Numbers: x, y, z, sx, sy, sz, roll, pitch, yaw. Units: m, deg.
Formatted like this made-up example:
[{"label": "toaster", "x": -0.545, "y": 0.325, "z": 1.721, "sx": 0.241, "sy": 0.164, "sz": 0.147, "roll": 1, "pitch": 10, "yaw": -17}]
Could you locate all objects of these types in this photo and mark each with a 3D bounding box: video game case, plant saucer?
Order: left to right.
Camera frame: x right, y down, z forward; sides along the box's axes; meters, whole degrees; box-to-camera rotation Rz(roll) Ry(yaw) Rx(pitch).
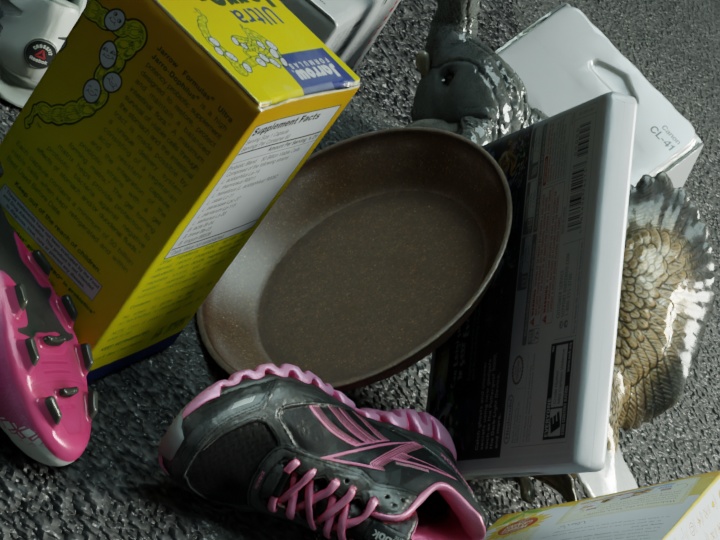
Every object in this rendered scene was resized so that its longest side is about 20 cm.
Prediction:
[{"label": "plant saucer", "x": 0.000, "y": 0.000, "z": 1.016, "sx": 0.037, "sy": 0.199, "sz": 0.201, "roll": 59, "pitch": 9, "yaw": -41}, {"label": "video game case", "x": 0.092, "y": 0.016, "z": 0.984, "sx": 0.023, "sy": 0.182, "sz": 0.202, "roll": 12, "pitch": 77, "yaw": -23}]

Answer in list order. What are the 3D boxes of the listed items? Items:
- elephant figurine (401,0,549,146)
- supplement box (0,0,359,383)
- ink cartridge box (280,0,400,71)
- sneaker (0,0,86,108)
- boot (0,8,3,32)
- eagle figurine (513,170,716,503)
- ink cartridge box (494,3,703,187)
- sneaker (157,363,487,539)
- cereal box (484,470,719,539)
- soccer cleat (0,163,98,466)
[{"label": "elephant figurine", "x": 0.069, "y": -0.081, "z": 1.157, "sx": 0.154, "sy": 0.200, "sz": 0.142, "roll": 29, "pitch": 46, "yaw": -6}, {"label": "supplement box", "x": -0.112, "y": -0.053, "z": 0.909, "sx": 0.110, "sy": 0.200, "sz": 0.109, "roll": 44, "pitch": 27, "yaw": 12}, {"label": "ink cartridge box", "x": -0.052, "y": -0.160, "z": 1.211, "sx": 0.084, "sy": 0.146, "sz": 0.200, "roll": 38, "pitch": 26, "yaw": 2}, {"label": "sneaker", "x": -0.211, "y": -0.195, "z": 1.134, "sx": 0.074, "sy": 0.089, "sz": 0.201, "roll": 17, "pitch": 32, "yaw": -33}, {"label": "boot", "x": -0.293, "y": -0.189, "z": 1.033, "sx": 0.169, "sy": 0.076, "sz": 0.200, "roll": 55, "pitch": -14, "yaw": -20}, {"label": "eagle figurine", "x": 0.135, "y": 0.039, "z": 1.053, "sx": 0.150, "sy": 0.201, "sz": 0.152, "roll": 29, "pitch": 15, "yaw": -9}, {"label": "ink cartridge box", "x": 0.151, "y": -0.074, "z": 1.269, "sx": 0.085, "sy": 0.200, "sz": 0.148, "roll": -36, "pitch": 71, "yaw": -18}, {"label": "sneaker", "x": -0.011, "y": 0.111, "z": 0.906, "sx": 0.199, "sy": 0.079, "sz": 0.096, "roll": 13, "pitch": 28, "yaw": -38}, {"label": "cereal box", "x": 0.101, "y": 0.164, "z": 0.908, "sx": 0.200, "sy": 0.143, "sz": 0.040, "roll": -25, "pitch": 98, "yaw": -59}, {"label": "soccer cleat", "x": -0.199, "y": 0.010, "z": 0.863, "sx": 0.201, "sy": 0.086, "sz": 0.070, "roll": 66, "pitch": 18, "yaw": 4}]
